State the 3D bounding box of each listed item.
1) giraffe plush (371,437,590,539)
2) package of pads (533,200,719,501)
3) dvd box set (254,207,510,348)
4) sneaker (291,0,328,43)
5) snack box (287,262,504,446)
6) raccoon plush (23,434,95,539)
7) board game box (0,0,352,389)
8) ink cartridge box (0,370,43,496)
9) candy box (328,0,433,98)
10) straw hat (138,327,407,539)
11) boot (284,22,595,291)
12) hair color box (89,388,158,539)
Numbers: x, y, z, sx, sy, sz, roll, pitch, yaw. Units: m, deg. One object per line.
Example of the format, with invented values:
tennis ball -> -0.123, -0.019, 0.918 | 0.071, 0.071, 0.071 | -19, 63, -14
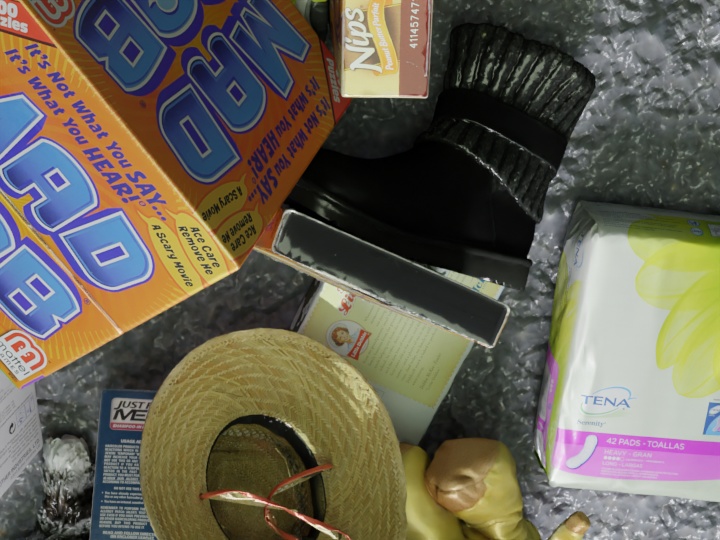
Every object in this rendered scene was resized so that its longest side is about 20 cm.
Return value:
giraffe plush -> 0.060, 0.230, 1.302 | 0.199, 0.163, 0.172 | 34, 137, -31
package of pads -> 0.204, 0.057, 1.324 | 0.153, 0.068, 0.202 | 6, 109, -7
dvd box set -> 0.000, 0.000, 1.180 | 0.145, 0.200, 0.030 | 24, 88, -11
sneaker -> -0.060, -0.156, 1.225 | 0.076, 0.075, 0.202 | 0, 109, -4
snack box -> 0.016, 0.040, 1.321 | 0.115, 0.037, 0.201 | 24, 107, -12
raccoon plush -> -0.224, 0.231, 1.322 | 0.096, 0.134, 0.202 | -6, 111, 0
board game box -> -0.161, -0.094, 1.135 | 0.199, 0.200, 0.200 | -28, 110, 36
ink cartridge box -> -0.276, 0.062, 1.233 | 0.076, 0.137, 0.202 | 10, 123, 17
candy box -> 0.010, -0.185, 1.152 | 0.055, 0.200, 0.117 | 1, 110, -3
straw hat -> -0.069, 0.146, 1.246 | 0.199, 0.085, 0.203 | 9, 70, -24
boot -> 0.048, -0.086, 1.215 | 0.210, 0.079, 0.159 | 16, 93, -39
hair color box -> -0.150, 0.191, 1.272 | 0.060, 0.202, 0.100 | 4, 151, -5
